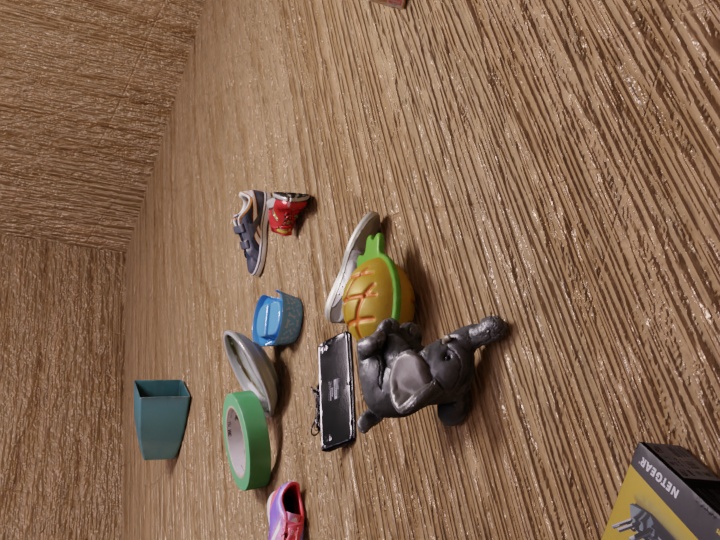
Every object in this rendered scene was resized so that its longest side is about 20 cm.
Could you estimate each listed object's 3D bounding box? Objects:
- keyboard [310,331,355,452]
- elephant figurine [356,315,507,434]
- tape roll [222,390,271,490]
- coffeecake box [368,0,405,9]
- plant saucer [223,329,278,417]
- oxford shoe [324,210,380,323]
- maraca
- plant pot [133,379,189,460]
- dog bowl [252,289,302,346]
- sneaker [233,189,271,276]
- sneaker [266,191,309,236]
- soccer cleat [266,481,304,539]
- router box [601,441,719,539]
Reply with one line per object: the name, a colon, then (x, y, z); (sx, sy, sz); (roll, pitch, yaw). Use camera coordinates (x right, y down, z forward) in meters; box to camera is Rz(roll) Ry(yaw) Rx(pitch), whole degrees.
keyboard: (-0.041, 0.213, 1.659); (0.104, 0.040, 0.201); (-25, 54, 37)
elephant figurine: (0.089, 0.137, 1.245); (0.200, 0.141, 0.156); (12, 122, 53)
tape roll: (-0.237, 0.351, 1.987); (0.200, 0.048, 0.202); (174, 90, -67)
coffeecake box: (0.052, -0.575, 1.665); (0.154, 0.073, 0.201); (-119, 43, -56)
plant saucer: (-0.216, 0.206, 1.989); (0.200, 0.050, 0.201); (50, 156, 32)
oxford shoe: (0.000, 0.000, 1.600); (0.058, 0.075, 0.201); (22, 96, 25)
maraca: (0.024, 0.034, 1.451); (0.201, 0.106, 0.137); (-103, 33, -43)
plant pot: (-0.573, 0.430, 2.739); (0.141, 0.140, 0.201); (-146, 60, -66)
dog bowl: (-0.172, 0.104, 1.984); (0.200, 0.049, 0.112); (162, 115, -65)
sneaker: (-0.260, -0.089, 2.241); (0.078, 0.079, 0.201); (165, 110, -65)
sneaker: (-0.152, -0.116, 2.006); (0.200, 0.076, 0.086); (156, 116, -76)
soccer cleat: (-0.130, 0.476, 1.718); (0.073, 0.068, 0.201); (-53, 32, 42)
router box: (0.280, 0.263, 0.803); (0.200, 0.052, 0.158); (-131, 54, -63)
